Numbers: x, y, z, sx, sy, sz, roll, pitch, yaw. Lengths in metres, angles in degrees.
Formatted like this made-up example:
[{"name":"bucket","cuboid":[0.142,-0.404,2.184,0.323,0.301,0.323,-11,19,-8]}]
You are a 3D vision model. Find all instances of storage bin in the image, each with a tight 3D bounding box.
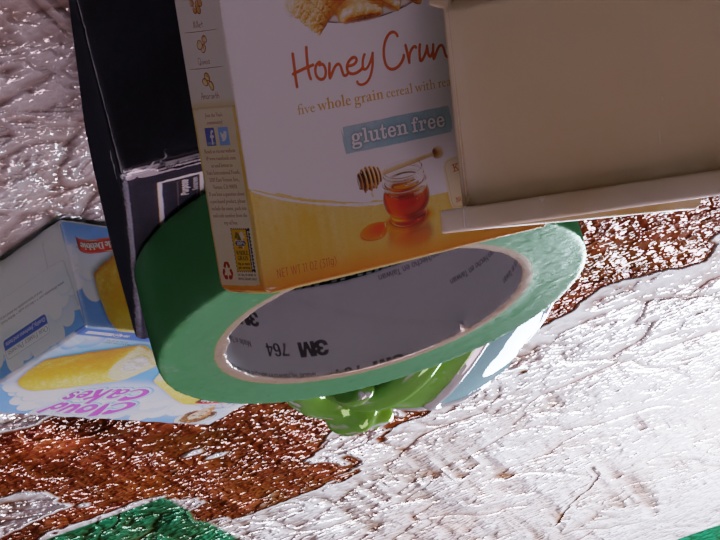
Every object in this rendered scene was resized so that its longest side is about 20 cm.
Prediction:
[{"name":"storage bin","cuboid":[0.164,-0.076,1.007,0.200,0.094,0.198,-8,178,40]}]

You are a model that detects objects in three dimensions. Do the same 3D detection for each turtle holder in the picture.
[{"name":"turtle holder","cuboid":[0.031,0.024,1.433,0.131,0.141,0.186,4,108,-40]}]

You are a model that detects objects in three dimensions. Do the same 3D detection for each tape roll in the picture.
[{"name":"tape roll","cuboid":[0.000,0.000,1.167,0.200,0.048,0.201,-15,160,-6]}]

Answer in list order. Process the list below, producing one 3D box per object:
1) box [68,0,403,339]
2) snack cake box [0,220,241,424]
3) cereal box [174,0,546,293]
[{"name":"box","cuboid":[-0.025,-0.077,1.188,0.198,0.124,0.200,-15,160,-9]},{"name":"snack cake box","cuboid":[-0.127,0.034,1.480,0.115,0.067,0.200,-33,154,35]},{"name":"cereal box","cuboid":[-0.003,-0.102,1.019,0.144,0.201,0.039,-14,-170,-34]}]
